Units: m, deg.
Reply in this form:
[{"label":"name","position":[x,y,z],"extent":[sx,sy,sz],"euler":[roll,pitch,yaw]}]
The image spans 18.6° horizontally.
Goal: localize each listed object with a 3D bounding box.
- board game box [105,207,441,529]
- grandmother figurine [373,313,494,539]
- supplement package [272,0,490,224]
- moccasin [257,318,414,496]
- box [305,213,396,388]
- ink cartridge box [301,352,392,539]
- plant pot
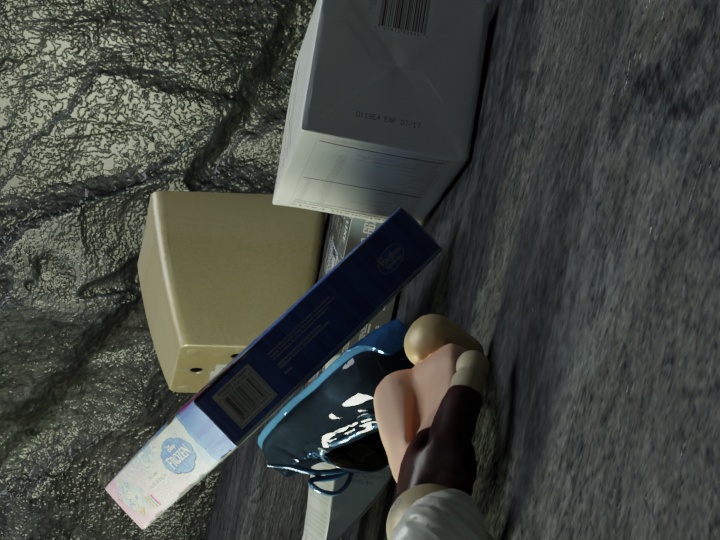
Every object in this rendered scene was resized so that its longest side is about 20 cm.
[{"label":"board game box","position":[-0.059,0.066,1.423],"extent":[0.200,0.043,0.199],"euler":[-43,-2,-31]},{"label":"grandmother figurine","position":[0.035,0.099,1.080],"extent":[0.200,0.060,0.122],"euler":[-85,0,-70]},{"label":"supplement package","position":[0.009,-0.109,1.490],"extent":[0.200,0.113,0.110],"euler":[125,155,-76]},{"label":"moccasin","position":[-0.009,0.098,1.343],"extent":[0.080,0.068,0.200],"euler":[-34,-7,-24]},{"label":"box","position":[0.000,0.000,1.695],"extent":[0.158,0.050,0.201],"euler":[-110,32,-80]},{"label":"ink cartridge box","position":[-0.007,0.156,1.505],"extent":[0.160,0.047,0.201],"euler":[159,117,-83]},{"label":"plant pot","position":[-0.147,0.035,2.517],"extent":[0.200,0.199,0.178],"euler":[111,158,-61]}]
